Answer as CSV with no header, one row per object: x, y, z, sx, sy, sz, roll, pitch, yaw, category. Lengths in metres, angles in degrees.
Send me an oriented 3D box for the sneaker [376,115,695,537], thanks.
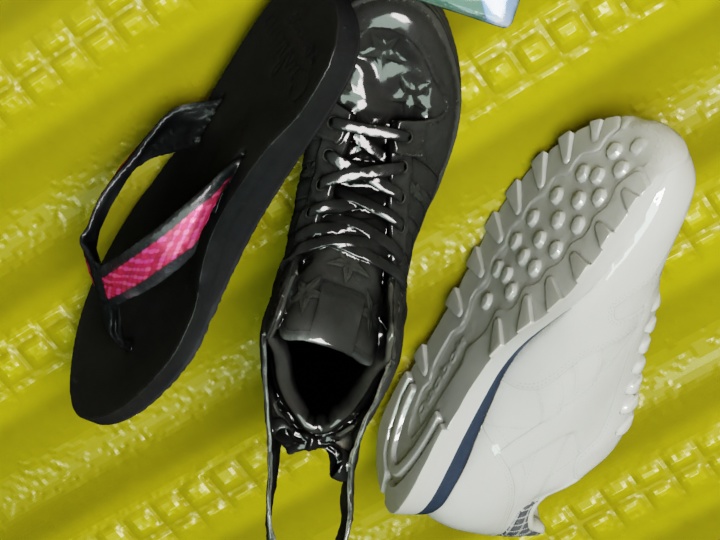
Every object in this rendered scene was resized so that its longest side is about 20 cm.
0.082,0.025,0.869,0.080,0.077,0.201,20,124,-20,sneaker

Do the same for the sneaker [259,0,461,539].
-0.003,-0.001,0.833,0.059,0.105,0.201,11,120,-1,sneaker

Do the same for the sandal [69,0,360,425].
-0.070,-0.029,0.837,0.045,0.075,0.201,13,121,-38,sandal

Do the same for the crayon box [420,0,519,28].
-0.023,-0.175,0.752,0.198,0.052,0.127,17,105,-4,crayon box
